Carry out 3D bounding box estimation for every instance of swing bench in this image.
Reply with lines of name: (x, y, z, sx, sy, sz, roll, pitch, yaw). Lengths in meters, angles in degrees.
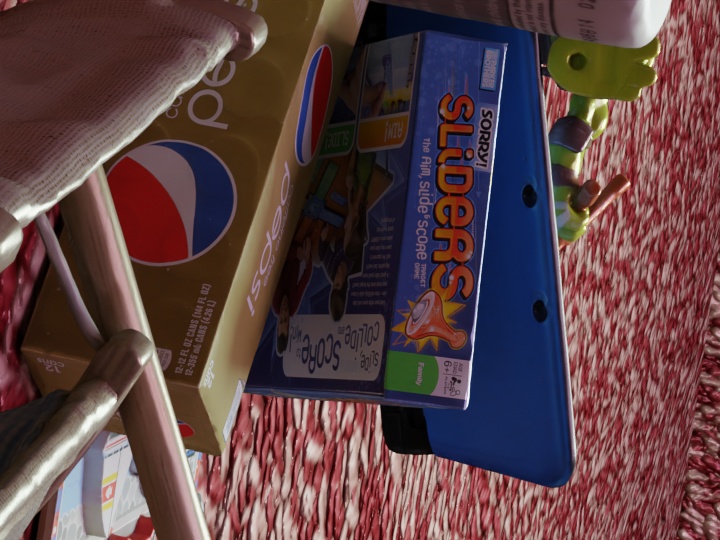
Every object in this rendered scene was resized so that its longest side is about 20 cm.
swing bench: (-0.113, 0.040, 0.753, 0.199, 0.130, 0.200, -48, 143, -67)

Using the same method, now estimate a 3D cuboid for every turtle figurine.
turtle figurine: (0.105, -0.107, 1.209, 0.200, 0.064, 0.161, -63, 173, -3)

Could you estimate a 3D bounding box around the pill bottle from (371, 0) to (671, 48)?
pill bottle: (0.004, -0.142, 0.937, 0.114, 0.200, 0.114, 11, 90, -79)

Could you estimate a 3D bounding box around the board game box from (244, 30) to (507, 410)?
board game box: (-0.005, -0.016, 1.158, 0.200, 0.034, 0.136, 179, -82, -69)

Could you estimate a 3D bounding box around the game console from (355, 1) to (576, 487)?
game console: (0.064, -0.026, 1.240, 0.171, 0.118, 0.200, -21, 108, -59)

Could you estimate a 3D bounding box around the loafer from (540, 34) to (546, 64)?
loafer: (0.070, -0.113, 1.360, 0.068, 0.070, 0.201, -42, 143, -69)

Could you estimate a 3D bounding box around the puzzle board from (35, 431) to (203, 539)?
puzzle board: (-0.094, 0.116, 1.182, 0.200, 0.017, 0.151, -27, 128, -76)

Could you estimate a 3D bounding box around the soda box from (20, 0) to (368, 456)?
soda box: (-0.056, -0.040, 1.078, 0.064, 0.068, 0.200, 78, 27, -63)
